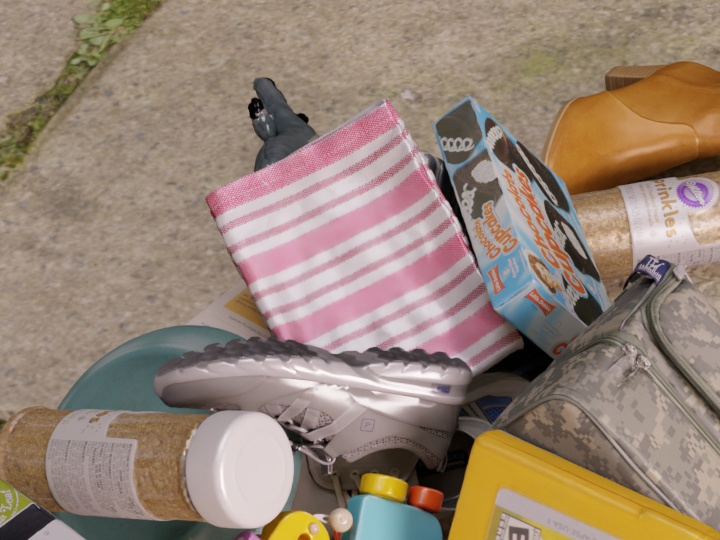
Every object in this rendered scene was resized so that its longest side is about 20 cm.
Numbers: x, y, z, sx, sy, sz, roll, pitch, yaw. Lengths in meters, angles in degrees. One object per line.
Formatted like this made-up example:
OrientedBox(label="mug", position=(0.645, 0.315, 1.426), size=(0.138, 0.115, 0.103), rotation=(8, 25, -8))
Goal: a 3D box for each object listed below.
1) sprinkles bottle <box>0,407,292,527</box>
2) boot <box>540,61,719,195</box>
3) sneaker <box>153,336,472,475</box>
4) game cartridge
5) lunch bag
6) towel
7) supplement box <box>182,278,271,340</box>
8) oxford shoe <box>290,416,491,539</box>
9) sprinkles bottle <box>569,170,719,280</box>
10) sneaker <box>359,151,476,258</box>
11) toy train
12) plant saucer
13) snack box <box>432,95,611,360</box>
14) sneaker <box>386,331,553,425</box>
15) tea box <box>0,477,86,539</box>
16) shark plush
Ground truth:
OrientedBox(label="sprinkles bottle", position=(-0.136, 0.119, 1.655), size=(0.199, 0.068, 0.068), rotation=(-1, 36, 40))
OrientedBox(label="boot", position=(0.227, -0.099, 1.989), size=(0.143, 0.071, 0.201), rotation=(6, 34, 27))
OrientedBox(label="sneaker", position=(-0.031, 0.089, 1.687), size=(0.199, 0.082, 0.075), rotation=(5, 8, -5))
OrientedBox(label="game cartridge", position=(0.133, 0.211, 1.590), size=(0.199, 0.177, 0.032), rotation=(23, 18, 31))
OrientedBox(label="lunch bag", position=(0.197, 0.109, 1.666), size=(0.200, 0.139, 0.168), rotation=(47, 54, 1))
OrientedBox(label="towel", position=(0.000, 0.000, 1.767), size=(0.146, 0.030, 0.201), rotation=(-28, 68, 1))
OrientedBox(label="supplement box", position=(-0.045, 0.064, 1.846), size=(0.126, 0.074, 0.200), rotation=(28, 52, 33))
OrientedBox(label="oxford shoe", position=(0.003, 0.143, 1.742), size=(0.199, 0.076, 0.058), rotation=(-17, 11, -8))
OrientedBox(label="sprinkles bottle", position=(0.236, -0.035, 1.926), size=(0.199, 0.068, 0.068), rotation=(-10, 41, -3))
OrientedBox(label="sneaker", position=(0.032, -0.039, 1.907), size=(0.115, 0.200, 0.075), rotation=(7, 84, 40))
OrientedBox(label="toy train", position=(-0.019, 0.212, 1.667), size=(0.200, 0.151, 0.056), rotation=(-27, 9, -31))
OrientedBox(label="plant saucer", position=(-0.134, 0.124, 1.748), size=(0.199, 0.036, 0.201), rotation=(-11, 64, 22))
OrientedBox(label="snack box", position=(0.114, -0.018, 1.803), size=(0.037, 0.116, 0.200), rotation=(-37, 38, 18))
OrientedBox(label="sneaker", position=(0.101, 0.082, 1.813), size=(0.199, 0.077, 0.076), rotation=(11, 37, -7))
OrientedBox(label="tea box", position=(-0.277, 0.229, 1.646), size=(0.196, 0.134, 0.200), rotation=(29, 53, 35))
OrientedBox(label="shark plush", position=(-0.051, -0.100, 2.008), size=(0.091, 0.083, 0.200), rotation=(-31, 31, 23))
